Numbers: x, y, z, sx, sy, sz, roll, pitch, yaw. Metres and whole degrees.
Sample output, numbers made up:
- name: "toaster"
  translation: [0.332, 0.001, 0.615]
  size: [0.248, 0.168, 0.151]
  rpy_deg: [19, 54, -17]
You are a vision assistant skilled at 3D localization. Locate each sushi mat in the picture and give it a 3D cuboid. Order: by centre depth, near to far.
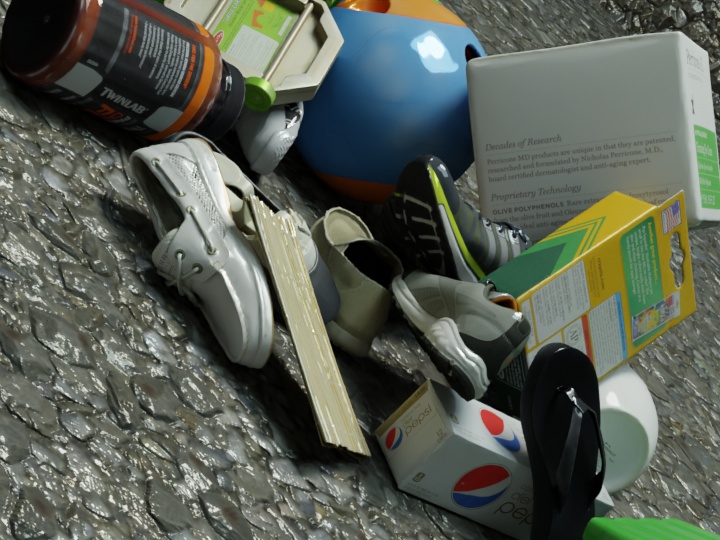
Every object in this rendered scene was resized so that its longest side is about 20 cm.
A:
- name: "sushi mat"
  translation: [-0.040, 0.043, 1.483]
  size: [0.096, 0.012, 0.201]
  rpy_deg: [29, 41, -68]

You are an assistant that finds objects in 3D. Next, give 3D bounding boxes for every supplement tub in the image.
- name: "supplement tub"
  translation: [-0.186, -0.169, 1.616]
  size: [0.200, 0.107, 0.107]
  rpy_deg: [24, 27, -43]

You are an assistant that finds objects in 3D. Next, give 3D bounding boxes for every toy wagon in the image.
- name: "toy wagon"
  translation: [-0.115, -0.227, 1.767]
  size: [0.199, 0.040, 0.155]
  rpy_deg: [28, 51, 0]

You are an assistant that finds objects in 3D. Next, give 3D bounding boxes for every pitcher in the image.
- name: "pitcher"
  translation: [0.206, 0.134, 1.759]
  size: [0.171, 0.121, 0.200]
  rpy_deg: [39, 9, -19]

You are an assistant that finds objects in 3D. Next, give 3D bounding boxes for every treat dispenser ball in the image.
- name: "treat dispenser ball"
  translation: [0.027, -0.163, 1.877]
  size: [0.201, 0.201, 0.201]
  rpy_deg: [37, 20, -17]

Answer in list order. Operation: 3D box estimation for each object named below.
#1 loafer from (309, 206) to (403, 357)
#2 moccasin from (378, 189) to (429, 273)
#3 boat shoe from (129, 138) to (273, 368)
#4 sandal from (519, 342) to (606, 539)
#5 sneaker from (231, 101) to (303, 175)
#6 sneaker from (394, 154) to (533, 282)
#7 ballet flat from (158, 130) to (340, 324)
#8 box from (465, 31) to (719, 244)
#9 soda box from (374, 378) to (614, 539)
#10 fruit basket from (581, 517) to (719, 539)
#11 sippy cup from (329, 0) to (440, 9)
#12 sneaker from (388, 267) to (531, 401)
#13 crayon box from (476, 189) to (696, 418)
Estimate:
- name: "loafer"
  translation: [0.000, 0.000, 1.689]
  size: [0.076, 0.068, 0.200]
  rpy_deg: [35, 21, -22]
- name: "moccasin"
  translation: [0.069, -0.016, 1.732]
  size: [0.074, 0.078, 0.202]
  rpy_deg: [57, -4, 37]
- name: "boat shoe"
  translation: [-0.124, -0.010, 1.487]
  size: [0.069, 0.071, 0.201]
  rpy_deg: [-6, 56, -31]
- name: "sandal"
  translation: [0.166, 0.154, 1.540]
  size: [0.076, 0.201, 0.043]
  rpy_deg: [-10, 11, -39]
- name: "sneaker"
  translation: [-0.120, -0.168, 1.801]
  size: [0.115, 0.075, 0.200]
  rpy_deg: [23, 33, -23]
- name: "sneaker"
  translation: [0.094, -0.022, 1.640]
  size: [0.074, 0.081, 0.200]
  rpy_deg: [23, -30, 50]
- name: "ballet flat"
  translation: [-0.089, -0.038, 1.585]
  size: [0.200, 0.073, 0.073]
  rpy_deg: [45, 19, 8]
- name: "box"
  translation: [0.216, -0.113, 1.798]
  size: [0.199, 0.199, 0.172]
  rpy_deg: [-4, 87, -73]
- name: "soda box"
  translation: [0.108, 0.158, 1.577]
  size: [0.200, 0.068, 0.064]
  rpy_deg: [27, 26, -39]
- name: "fruit basket"
  translation: [0.259, 0.289, 1.521]
  size: [0.215, 0.156, 0.216]
  rpy_deg: [27, 11, -5]
- name: "sippy cup"
  translation: [0.012, -0.237, 2.127]
  size: [0.130, 0.177, 0.140]
  rpy_deg: [-41, 129, -60]
- name: "sneaker"
  translation: [0.080, 0.039, 1.562]
  size: [0.074, 0.079, 0.200]
  rpy_deg: [55, -3, -22]
- name: "crayon box"
  translation: [0.190, 0.023, 1.650]
  size: [0.051, 0.200, 0.126]
  rpy_deg: [25, -43, 45]
